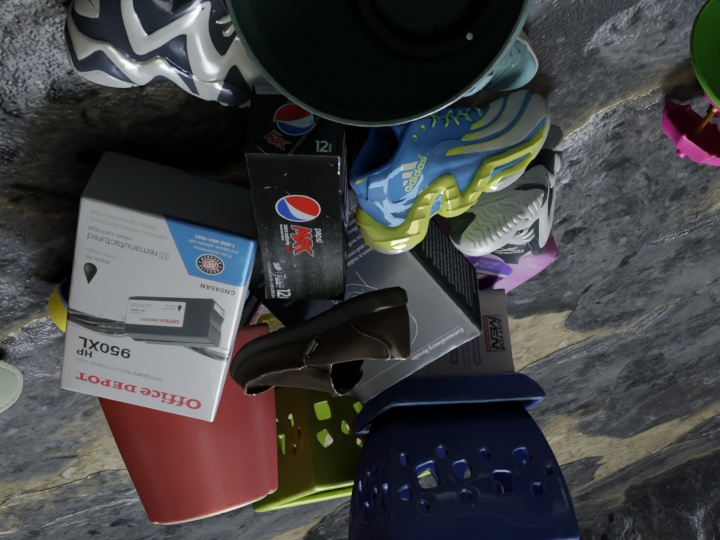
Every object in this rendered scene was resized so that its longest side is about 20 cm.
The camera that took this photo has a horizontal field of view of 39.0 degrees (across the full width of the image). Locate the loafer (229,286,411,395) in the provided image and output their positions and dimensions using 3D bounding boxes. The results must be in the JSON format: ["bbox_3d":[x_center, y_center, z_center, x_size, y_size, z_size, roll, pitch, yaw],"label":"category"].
[{"bbox_3d":[-0.037,0.078,0.883,0.199,0.072,0.073,-26,168,37],"label":"loafer"}]

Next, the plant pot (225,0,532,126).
[{"bbox_3d":[0.027,-0.197,0.659,0.199,0.202,0.134,-32,177,21],"label":"plant pot"}]

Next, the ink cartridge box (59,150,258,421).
[{"bbox_3d":[-0.171,0.019,0.874,0.143,0.085,0.202,14,123,-5],"label":"ink cartridge box"}]

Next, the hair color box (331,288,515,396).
[{"bbox_3d":[0.064,0.080,1.121,0.197,0.100,0.061,-3,165,-6],"label":"hair color box"}]

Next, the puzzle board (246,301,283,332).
[{"bbox_3d":[-0.041,0.053,1.227,0.198,0.018,0.151,-5,149,-29],"label":"puzzle board"}]

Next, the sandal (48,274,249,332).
[{"bbox_3d":[-0.197,0.015,0.986,0.198,0.080,0.087,-6,146,-29],"label":"sandal"}]

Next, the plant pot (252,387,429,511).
[{"bbox_3d":[-0.029,0.184,1.263,0.197,0.184,0.200,-3,164,-30],"label":"plant pot"}]

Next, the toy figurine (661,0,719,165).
[{"bbox_3d":[0.380,-0.186,1.014,0.200,0.150,0.184,-40,172,-16],"label":"toy figurine"}]

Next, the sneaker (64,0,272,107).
[{"bbox_3d":[-0.093,-0.183,0.691,0.197,0.080,0.130,5,153,-24],"label":"sneaker"}]

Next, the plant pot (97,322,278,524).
[{"bbox_3d":[-0.174,0.163,1.085,0.198,0.179,0.200,-14,177,-1],"label":"plant pot"}]

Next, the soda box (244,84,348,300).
[{"bbox_3d":[-0.044,-0.053,0.783,0.070,0.064,0.201,2,149,1],"label":"soda box"}]

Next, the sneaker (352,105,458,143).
[{"bbox_3d":[0.051,-0.127,0.915,0.088,0.074,0.200,-37,157,12],"label":"sneaker"}]

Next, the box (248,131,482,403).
[{"bbox_3d":[0.000,0.000,0.964,0.148,0.108,0.200,-32,116,22],"label":"box"}]

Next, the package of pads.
[{"bbox_3d":[0.115,-0.024,1.131,0.199,0.076,0.120,9,142,-44],"label":"package of pads"}]

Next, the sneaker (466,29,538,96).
[{"bbox_3d":[0.085,-0.169,0.840,0.199,0.083,0.074,7,143,-43],"label":"sneaker"}]

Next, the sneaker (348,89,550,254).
[{"bbox_3d":[0.071,-0.104,0.831,0.200,0.076,0.105,-42,134,-12],"label":"sneaker"}]

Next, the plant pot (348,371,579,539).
[{"bbox_3d":[0.093,0.211,1.072,0.198,0.182,0.200,-1,163,-14],"label":"plant pot"}]

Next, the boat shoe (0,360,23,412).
[{"bbox_3d":[-0.434,0.112,1.012,0.200,0.060,0.073,5,100,-54],"label":"boat shoe"}]

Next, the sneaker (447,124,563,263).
[{"bbox_3d":[0.139,-0.042,0.970,0.079,0.200,0.131,9,129,17],"label":"sneaker"}]
